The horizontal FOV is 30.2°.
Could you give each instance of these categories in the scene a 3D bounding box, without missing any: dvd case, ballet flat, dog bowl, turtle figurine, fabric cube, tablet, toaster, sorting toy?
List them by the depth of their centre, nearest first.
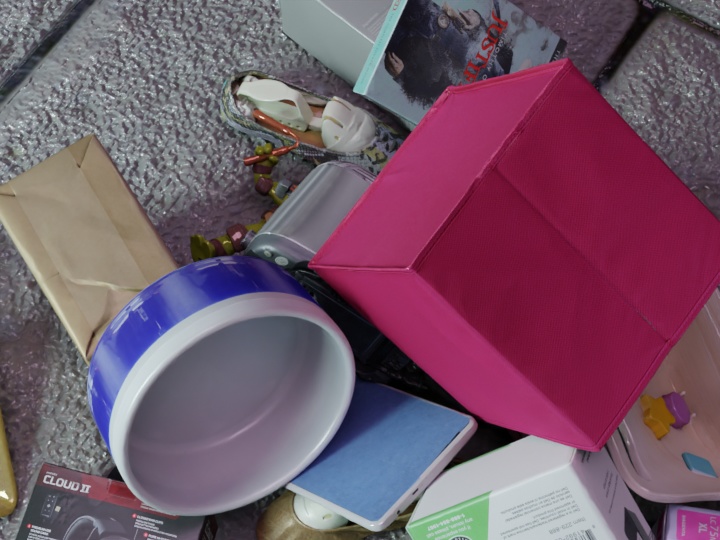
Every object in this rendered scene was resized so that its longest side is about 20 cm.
[{"bbox_3d":[0.119,-0.013,1.003,0.199,0.196,0.200,43,77,-17],"label":"fabric cube"},{"bbox_3d":[-0.108,0.091,1.040,0.199,0.201,0.079,-29,45,-13],"label":"dog bowl"},{"bbox_3d":[0.251,0.112,1.085,0.180,0.107,0.201,-8,70,-47],"label":"sorting toy"},{"bbox_3d":[-0.011,0.142,1.112,0.200,0.014,0.130,16,49,46],"label":"tablet"},{"bbox_3d":[0.008,0.191,1.120,0.199,0.072,0.068,-7,58,-3],"label":"ballet flat"},{"bbox_3d":[0.000,0.000,1.143,0.199,0.114,0.129,32,55,-3],"label":"toaster"},{"bbox_3d":[0.097,-0.189,1.228,0.022,0.200,0.147,25,90,49],"label":"dvd case"},{"bbox_3d":[-0.079,-0.043,1.232,0.161,0.064,0.200,-35,85,-33],"label":"turtle figurine"},{"bbox_3d":[-0.046,-0.144,1.285,0.199,0.072,0.072,20,66,9],"label":"ballet flat"}]

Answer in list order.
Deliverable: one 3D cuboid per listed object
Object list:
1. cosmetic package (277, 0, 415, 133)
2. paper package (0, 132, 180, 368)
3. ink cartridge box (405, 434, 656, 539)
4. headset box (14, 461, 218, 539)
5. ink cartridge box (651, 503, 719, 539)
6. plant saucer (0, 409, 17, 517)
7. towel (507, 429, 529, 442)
[{"bbox_3d":[0.016,-0.233,1.307,0.090,0.107,0.200,-41,73,-18],"label":"cosmetic package"},{"bbox_3d":[-0.212,0.016,1.136,0.103,0.200,0.191,-31,69,-13],"label":"paper package"},{"bbox_3d":[0.151,0.234,1.016,0.146,0.084,0.201,-26,101,24],"label":"ink cartridge box"},{"bbox_3d":[-0.211,0.257,1.087,0.148,0.077,0.201,12,64,5],"label":"headset box"},{"bbox_3d":[0.333,0.236,1.072,0.199,0.119,0.042,10,63,6],"label":"ink cartridge box"},{"bbox_3d":[-0.387,0.125,1.087,0.048,0.200,0.201,-13,89,35],"label":"plant saucer"},{"bbox_3d":[0.192,0.058,1.184,0.200,0.023,0.144,-33,93,-15],"label":"towel"}]
